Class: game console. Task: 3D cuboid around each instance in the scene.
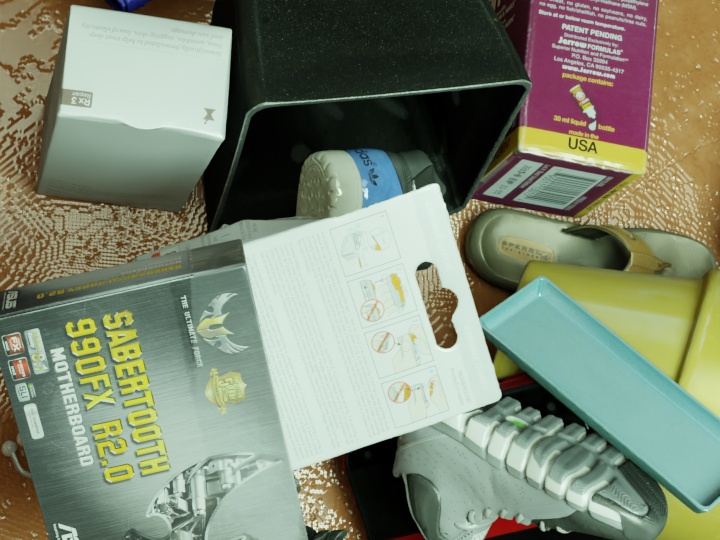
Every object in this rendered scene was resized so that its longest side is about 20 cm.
[{"bbox_3d":[0.093,0.168,1.375,0.031,0.200,0.177,-26,98,-61],"label":"game console"}]

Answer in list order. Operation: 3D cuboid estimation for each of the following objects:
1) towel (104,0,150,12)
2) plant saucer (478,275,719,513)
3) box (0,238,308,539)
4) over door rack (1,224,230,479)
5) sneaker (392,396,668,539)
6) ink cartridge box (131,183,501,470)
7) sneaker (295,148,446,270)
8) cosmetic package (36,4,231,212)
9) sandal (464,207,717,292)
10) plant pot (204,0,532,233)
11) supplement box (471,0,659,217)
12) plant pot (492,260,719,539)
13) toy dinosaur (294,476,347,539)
[{"bbox_3d":[-0.137,-0.280,1.458,0.200,0.050,0.148,-35,56,-21],"label":"towel"},{"bbox_3d":[0.169,0.082,1.308,0.200,0.019,0.070,41,52,23],"label":"plant saucer"},{"bbox_3d":[-0.128,0.094,1.225,0.158,0.048,0.201,-12,112,-2],"label":"box"},{"bbox_3d":[-0.164,0.049,1.351,0.067,0.148,0.200,43,70,-7],"label":"over door rack"},{"bbox_3d":[0.105,0.154,1.316,0.200,0.116,0.075,29,28,28],"label":"sneaker"},{"bbox_3d":[-0.028,0.037,1.268,0.199,0.050,0.163,-19,113,-3],"label":"ink cartridge box"},{"bbox_3d":[0.001,0.001,1.400,0.111,0.200,0.077,-5,37,-29],"label":"sneaker"},{"bbox_3d":[-0.158,-0.106,1.360,0.112,0.200,0.081,8,75,-13],"label":"cosmetic package"},{"bbox_3d":[0.178,-0.007,1.503,0.199,0.054,0.081,12,74,-12],"label":"sandal"},{"bbox_3d":[-0.016,-0.152,1.422,0.199,0.200,0.178,-7,68,-16],"label":"plant pot"},{"bbox_3d":[0.151,-0.156,1.493,0.103,0.131,0.201,10,73,-12],"label":"supplement box"},{"bbox_3d":[0.189,0.083,1.421,0.188,0.201,0.201,17,72,6],"label":"plant pot"},{"bbox_3d":[-0.089,0.169,1.374,0.102,0.136,0.201,1,111,-50],"label":"toy dinosaur"}]
